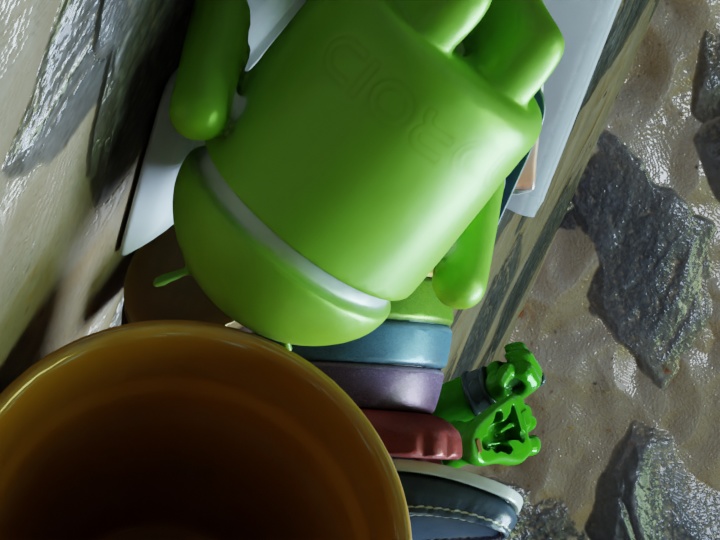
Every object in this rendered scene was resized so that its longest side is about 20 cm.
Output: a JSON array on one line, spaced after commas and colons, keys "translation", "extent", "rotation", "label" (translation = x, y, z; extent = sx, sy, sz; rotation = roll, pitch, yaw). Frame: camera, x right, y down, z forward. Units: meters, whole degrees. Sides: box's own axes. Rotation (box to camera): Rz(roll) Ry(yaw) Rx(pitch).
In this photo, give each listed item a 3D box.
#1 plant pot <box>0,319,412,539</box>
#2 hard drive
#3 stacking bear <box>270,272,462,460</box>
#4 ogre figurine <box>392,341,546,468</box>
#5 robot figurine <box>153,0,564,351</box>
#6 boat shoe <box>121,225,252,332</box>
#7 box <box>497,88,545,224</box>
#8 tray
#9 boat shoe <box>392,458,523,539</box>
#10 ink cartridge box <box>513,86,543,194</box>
[{"translation": [-0.087, 0.148, 1.212], "extent": [0.201, 0.199, 0.183], "rotation": [-60, 176, -23], "label": "plant pot"}, {"translation": [0.071, -0.132, 1.563], "extent": [0.026, 0.131, 0.201], "rotation": [-56, 169, -42], "label": "hard drive"}, {"translation": [0.000, 0.000, 1.488], "extent": [0.114, 0.121, 0.201], "rotation": [87, 6, -86], "label": "stacking bear"}, {"translation": [0.029, 0.130, 1.561], "extent": [0.098, 0.119, 0.201], "rotation": [29, 62, -43], "label": "ogre figurine"}, {"translation": [-0.001, -0.052, 1.173], "extent": [0.200, 0.175, 0.116], "rotation": [-50, -150, 16], "label": "robot figurine"}, {"translation": [-0.061, -0.006, 1.328], "extent": [0.200, 0.070, 0.071], "rotation": [-55, 164, -49], "label": "boat shoe"}, {"translation": [0.031, -0.109, 1.303], "extent": [0.121, 0.032, 0.201], "rotation": [112, -33, -45], "label": "box"}, {"translation": [-0.052, -0.094, 1.287], "extent": [0.200, 0.022, 0.108], "rotation": [-55, 167, -48], "label": "tray"}, {"translation": [-0.013, 0.136, 1.460], "extent": [0.075, 0.199, 0.062], "rotation": [82, 14, -61], "label": "boat shoe"}, {"translation": [0.064, -0.154, 1.374], "extent": [0.162, 0.050, 0.201], "rotation": [-114, -150, -73], "label": "ink cartridge box"}]
